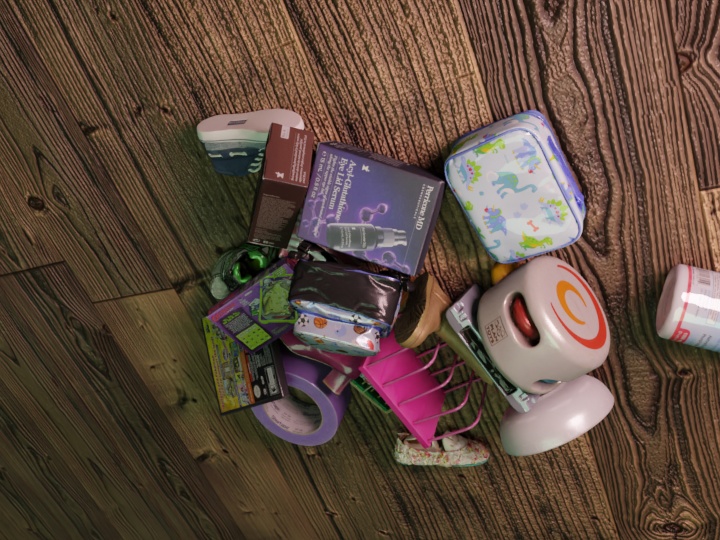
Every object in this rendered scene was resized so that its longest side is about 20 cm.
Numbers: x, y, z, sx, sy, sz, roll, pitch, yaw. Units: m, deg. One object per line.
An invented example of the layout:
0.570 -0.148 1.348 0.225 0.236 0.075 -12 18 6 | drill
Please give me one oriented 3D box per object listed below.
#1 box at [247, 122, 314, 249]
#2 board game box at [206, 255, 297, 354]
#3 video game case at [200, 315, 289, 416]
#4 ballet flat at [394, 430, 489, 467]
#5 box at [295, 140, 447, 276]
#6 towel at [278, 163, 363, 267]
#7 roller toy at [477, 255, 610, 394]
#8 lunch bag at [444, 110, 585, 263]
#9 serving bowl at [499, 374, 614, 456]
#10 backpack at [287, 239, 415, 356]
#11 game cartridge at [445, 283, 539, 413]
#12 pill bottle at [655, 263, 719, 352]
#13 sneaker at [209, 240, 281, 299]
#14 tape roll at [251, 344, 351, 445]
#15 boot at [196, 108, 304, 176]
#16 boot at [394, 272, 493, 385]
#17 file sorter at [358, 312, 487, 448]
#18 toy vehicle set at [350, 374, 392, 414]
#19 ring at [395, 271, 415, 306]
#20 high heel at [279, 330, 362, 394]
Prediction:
-0.127 -0.127 1.106 0.073 0.102 0.201 10 154 -10 | box
-0.166 0.066 1.270 0.198 0.033 0.120 -31 125 24 | board game box
-0.230 0.167 1.386 0.179 0.025 0.204 -21 78 34 | video game case
0.154 0.350 1.395 0.196 0.076 0.065 -8 105 24 | ballet flat
0.020 -0.098 1.076 0.196 0.104 0.151 17 105 9 | box
-0.049 -0.065 1.189 0.145 0.030 0.202 30 126 4 | towel
0.272 0.084 1.077 0.200 0.183 0.139 43 130 -11 | roller toy
0.228 -0.117 1.018 0.159 0.083 0.201 -20 114 34 | lunch bag
0.312 0.224 1.165 0.198 0.199 0.067 -28 90 35 | serving bowl
-0.021 0.058 1.125 0.196 0.191 0.157 18 86 7 | backpack
0.224 0.121 1.145 0.041 0.133 0.201 -39 87 26 | game cartridge
0.533 0.066 0.999 0.196 0.109 0.110 14 128 14 | pill bottle
-0.224 -0.004 1.294 0.078 0.086 0.199 42 130 -10 | sneaker
-0.123 0.254 1.436 0.196 0.085 0.203 12 128 16 | tape roll
-0.168 -0.203 1.145 0.197 0.073 0.091 6 135 28 | boot
0.155 0.116 1.150 0.200 0.176 0.066 44 129 -14 | boot
0.119 0.178 1.240 0.124 0.140 0.201 -27 110 34 | file sorter
0.019 0.182 1.359 0.199 0.027 0.124 42 129 -9 | toy vehicle set
0.000 0.000 1.243 0.197 0.019 0.203 11 127 15 | ring
-0.076 0.131 1.326 0.200 0.067 0.096 43 100 9 | high heel
